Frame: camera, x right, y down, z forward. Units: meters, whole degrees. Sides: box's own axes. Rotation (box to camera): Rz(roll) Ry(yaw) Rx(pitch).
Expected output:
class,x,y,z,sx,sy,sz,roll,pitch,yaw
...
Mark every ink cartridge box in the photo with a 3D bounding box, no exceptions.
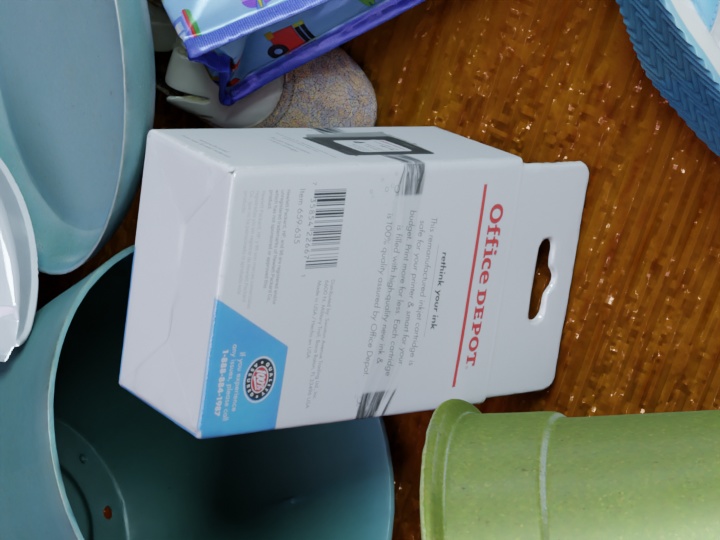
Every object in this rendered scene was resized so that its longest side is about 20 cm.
class,x,y,z,sx,sy,sz,roll,pitch,yaw
ink cartridge box,0.000,0.000,0.902,0.067,0.200,0.116,25,112,47

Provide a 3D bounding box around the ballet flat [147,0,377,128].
class,x,y,z,sx,sy,sz,roll,pitch,yaw
ballet flat,-0.087,-0.106,0.971,0.200,0.067,0.068,28,113,18

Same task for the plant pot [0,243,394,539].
class,x,y,z,sx,sy,sz,roll,pitch,yaw
plant pot,-0.110,0.102,0.966,0.161,0.200,0.201,-23,91,42

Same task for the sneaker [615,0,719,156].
class,x,y,z,sx,sy,sz,roll,pitch,yaw
sneaker,0.145,-0.127,0.845,0.081,0.077,0.200,-31,106,-9

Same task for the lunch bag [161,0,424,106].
class,x,y,z,sx,sy,sz,roll,pitch,yaw
lunch bag,-0.007,-0.188,0.895,0.200,0.094,0.151,-25,80,2

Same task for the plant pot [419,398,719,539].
class,x,y,z,sx,sy,sz,roll,pitch,yaw
plant pot,0.146,0.131,0.862,0.190,0.200,0.200,-14,95,15

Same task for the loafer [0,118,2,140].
class,x,y,z,sx,sy,sz,roll,pitch,yaw
loafer,-0.248,-0.104,1.053,0.200,0.063,0.072,21,112,20

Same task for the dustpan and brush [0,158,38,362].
class,x,y,z,sx,sy,sz,roll,pitch,yaw
dustpan and brush,-0.209,-0.051,0.935,0.139,0.057,0.200,0,76,5

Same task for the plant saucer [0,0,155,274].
class,x,y,z,sx,sy,sz,roll,pitch,yaw
plant saucer,-0.138,-0.099,0.917,0.200,0.027,0.201,25,120,53
